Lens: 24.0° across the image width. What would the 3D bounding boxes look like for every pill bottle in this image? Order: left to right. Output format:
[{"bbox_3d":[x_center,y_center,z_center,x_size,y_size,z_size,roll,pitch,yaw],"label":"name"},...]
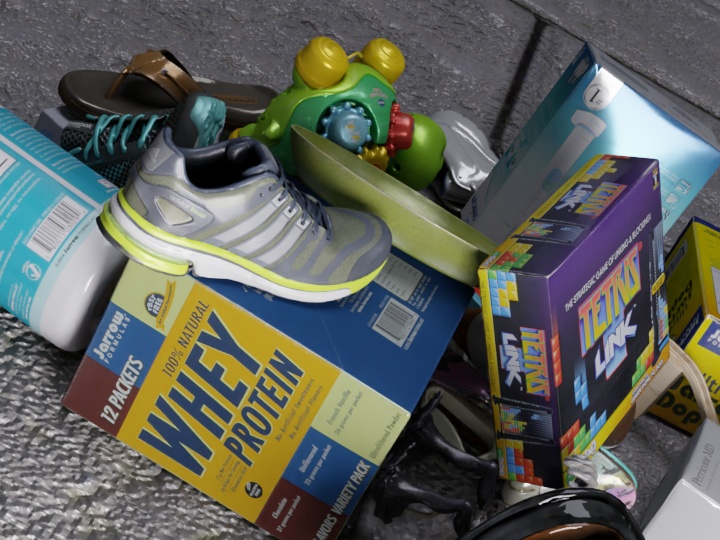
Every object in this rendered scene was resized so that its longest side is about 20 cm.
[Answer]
[{"bbox_3d":[-0.240,-0.043,1.144,0.199,0.111,0.111,35,28,9],"label":"pill bottle"}]

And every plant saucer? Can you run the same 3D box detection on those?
[{"bbox_3d":[0.028,-0.040,1.212,0.199,0.031,0.200,32,6,-4],"label":"plant saucer"}]

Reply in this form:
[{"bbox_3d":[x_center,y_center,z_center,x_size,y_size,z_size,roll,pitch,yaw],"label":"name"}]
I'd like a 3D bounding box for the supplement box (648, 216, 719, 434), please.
[{"bbox_3d":[0.323,0.057,1.523,0.108,0.110,0.200,26,27,-6],"label":"supplement box"}]

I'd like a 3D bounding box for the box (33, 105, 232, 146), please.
[{"bbox_3d":[-0.148,-0.083,1.376,0.156,0.041,0.199,41,28,18],"label":"box"}]

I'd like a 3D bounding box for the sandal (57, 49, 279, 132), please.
[{"bbox_3d":[-0.148,-0.148,1.369,0.198,0.055,0.082,2,32,-26],"label":"sandal"}]

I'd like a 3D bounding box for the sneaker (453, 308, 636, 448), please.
[{"bbox_3d":[0.146,0.076,1.337,0.084,0.073,0.200,20,-13,46],"label":"sneaker"}]

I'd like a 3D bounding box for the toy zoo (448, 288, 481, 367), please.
[{"bbox_3d":[0.108,0.042,1.436,0.131,0.021,0.200,-5,44,-48],"label":"toy zoo"}]

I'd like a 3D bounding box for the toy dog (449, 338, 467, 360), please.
[{"bbox_3d":[0.000,0.000,1.326,0.199,0.133,0.096,21,-4,-32],"label":"toy dog"}]

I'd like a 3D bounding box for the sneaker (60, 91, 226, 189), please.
[{"bbox_3d":[-0.164,-0.077,1.177,0.091,0.200,0.078,31,56,-17],"label":"sneaker"}]

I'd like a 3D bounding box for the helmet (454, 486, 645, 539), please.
[{"bbox_3d":[0.092,0.233,0.924,0.201,0.190,0.200,59,7,-13],"label":"helmet"}]

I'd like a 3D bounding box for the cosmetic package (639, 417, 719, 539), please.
[{"bbox_3d":[0.316,0.215,1.286,0.199,0.081,0.113,34,30,5],"label":"cosmetic package"}]

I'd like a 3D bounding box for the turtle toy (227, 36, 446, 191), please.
[{"bbox_3d":[-0.008,-0.106,1.369,0.199,0.146,0.101,-8,58,-51],"label":"turtle toy"}]

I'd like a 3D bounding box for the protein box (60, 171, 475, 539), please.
[{"bbox_3d":[-0.056,0.049,1.142,0.199,0.136,0.199,31,28,2],"label":"protein box"}]

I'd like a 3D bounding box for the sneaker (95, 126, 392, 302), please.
[{"bbox_3d":[-0.058,-0.035,1.044,0.199,0.081,0.074,7,36,-36],"label":"sneaker"}]

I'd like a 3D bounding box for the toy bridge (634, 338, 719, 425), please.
[{"bbox_3d":[0.248,0.095,1.407,0.200,0.067,0.027,47,29,15],"label":"toy bridge"}]

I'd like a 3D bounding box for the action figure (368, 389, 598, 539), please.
[{"bbox_3d":[0.102,0.176,1.112,0.200,0.102,0.119,39,46,0],"label":"action figure"}]

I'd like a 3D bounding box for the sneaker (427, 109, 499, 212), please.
[{"bbox_3d":[0.122,-0.072,1.605,0.199,0.075,0.087,32,39,19],"label":"sneaker"}]

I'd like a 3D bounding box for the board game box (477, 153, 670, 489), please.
[{"bbox_3d":[0.158,0.032,1.202,0.056,0.167,0.200,9,31,30],"label":"board game box"}]

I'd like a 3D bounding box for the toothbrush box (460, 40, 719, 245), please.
[{"bbox_3d":[0.202,-0.075,1.503,0.146,0.201,0.085,32,18,-9],"label":"toothbrush box"}]

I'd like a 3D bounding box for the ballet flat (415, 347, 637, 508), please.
[{"bbox_3d":[0.107,0.131,1.254,0.199,0.069,0.071,35,46,18],"label":"ballet flat"}]
